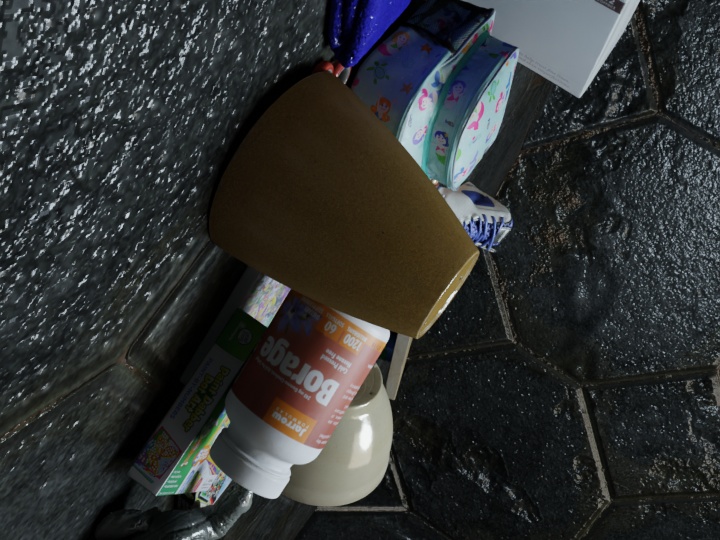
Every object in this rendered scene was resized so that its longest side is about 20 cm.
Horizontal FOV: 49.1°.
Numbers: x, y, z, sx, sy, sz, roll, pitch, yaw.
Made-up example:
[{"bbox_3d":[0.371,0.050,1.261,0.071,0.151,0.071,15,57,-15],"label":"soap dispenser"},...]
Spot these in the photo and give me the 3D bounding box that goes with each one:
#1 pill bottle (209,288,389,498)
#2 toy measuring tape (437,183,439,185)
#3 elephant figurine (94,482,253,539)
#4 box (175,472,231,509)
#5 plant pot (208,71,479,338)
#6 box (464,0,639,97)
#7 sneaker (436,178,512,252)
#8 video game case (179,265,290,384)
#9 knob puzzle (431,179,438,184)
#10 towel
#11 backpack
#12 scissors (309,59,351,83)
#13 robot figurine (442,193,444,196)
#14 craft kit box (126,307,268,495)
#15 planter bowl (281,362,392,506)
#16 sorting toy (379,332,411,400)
[{"bbox_3d":[-0.064,0.116,0.788,0.202,0.111,0.112,-59,169,-1],"label":"pill bottle"},{"bbox_3d":[0.073,-0.101,1.251,0.073,0.073,0.202,-40,159,-58],"label":"toy measuring tape"},{"bbox_3d":[-0.225,0.309,0.862,0.201,0.140,0.156,-57,-173,40],"label":"elephant figurine"},{"bbox_3d":[-0.208,0.272,1.087,0.110,0.034,0.202,-51,167,-37],"label":"box"},{"bbox_3d":[0.001,-0.040,0.697,0.187,0.199,0.187,-50,167,-16],"label":"plant pot"},{"bbox_3d":[0.232,-0.350,0.930,0.132,0.197,0.201,-53,169,-18],"label":"box"},{"bbox_3d":[0.145,-0.067,1.063,0.200,0.114,0.082,-52,167,-56],"label":"sneaker"},{"bbox_3d":[-0.131,0.068,0.917,0.145,0.018,0.200,-59,170,-1],"label":"video game case"},{"bbox_3d":[0.104,-0.144,1.042,0.221,0.030,0.220,-54,169,-15],"label":"knob puzzle"},{"bbox_3d":[0.046,-0.280,0.677,0.201,0.049,0.149,-53,167,-28],"label":"towel"},{"bbox_3d":[0.069,-0.173,0.839,0.200,0.149,0.179,-43,156,-31],"label":"backpack"},{"bbox_3d":[-0.053,-0.121,0.773,0.073,0.014,0.202,-48,166,-48],"label":"scissors"},{"bbox_3d":[0.018,-0.037,0.909,0.196,0.173,0.113,-15,161,-11],"label":"robot figurine"},{"bbox_3d":[-0.156,0.152,0.880,0.200,0.048,0.200,-60,170,-9],"label":"craft kit box"},{"bbox_3d":[-0.043,0.178,1.020,0.200,0.198,0.137,-44,156,-51],"label":"planter bowl"},{"bbox_3d":[0.055,0.044,1.158,0.202,0.068,0.201,-68,171,-48],"label":"sorting toy"}]
